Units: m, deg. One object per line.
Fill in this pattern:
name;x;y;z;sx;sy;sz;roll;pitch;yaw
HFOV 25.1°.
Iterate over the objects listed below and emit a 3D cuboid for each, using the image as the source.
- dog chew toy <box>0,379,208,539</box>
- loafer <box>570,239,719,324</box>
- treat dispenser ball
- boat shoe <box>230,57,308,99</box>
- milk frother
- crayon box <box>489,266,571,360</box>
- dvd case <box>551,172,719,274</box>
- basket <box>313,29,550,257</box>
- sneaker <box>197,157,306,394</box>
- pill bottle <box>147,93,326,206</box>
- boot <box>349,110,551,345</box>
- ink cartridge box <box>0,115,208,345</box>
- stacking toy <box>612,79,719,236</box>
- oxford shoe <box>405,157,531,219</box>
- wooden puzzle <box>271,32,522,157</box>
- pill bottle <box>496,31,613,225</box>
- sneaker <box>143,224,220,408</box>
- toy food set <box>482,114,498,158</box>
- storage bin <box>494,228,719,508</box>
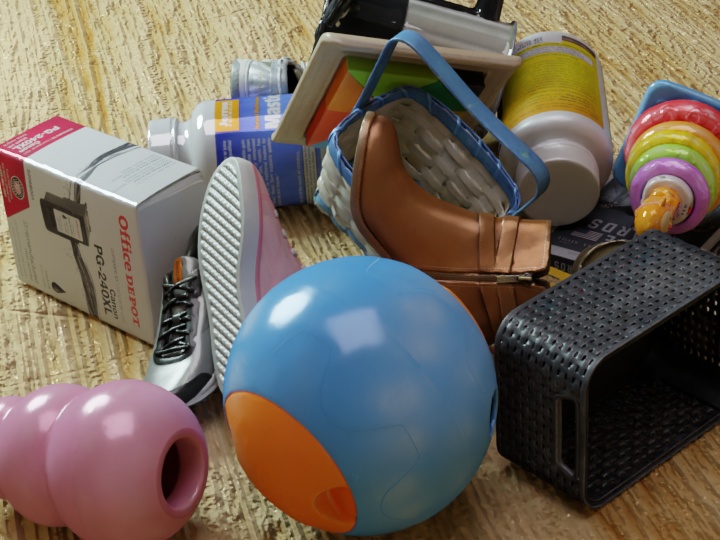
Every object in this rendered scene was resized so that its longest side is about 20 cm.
dog chew toy;-0.213;0.139;1.206;0.199;0.125;0.125;4;31;28
loafer;0.274;0.010;1.376;0.199;0.077;0.067;8;-9;20
treat dispenser ball;0.000;0.090;1.171;0.199;0.202;0.201;-3;31;2
boat shoe;-0.083;-0.193;1.725;0.064;0.075;0.202;1;0;13
milk frother;0.053;-0.222;1.519;0.187;0.182;0.200;14;21;-4
crayon box;0.096;0.057;1.361;0.125;0.052;0.199;24;41;38
dvd case;0.271;-0.040;1.526;0.150;0.025;0.200;17;36;32
basket;0.055;-0.090;1.378;0.139;0.200;0.177;-38;84;-33
sneaker;-0.072;0.009;1.342;0.104;0.202;0.075;3;-15;-36
pill bottle;-0.109;-0.118;1.618;0.198;0.113;0.112;-4;31;-1
boot;0.074;-0.033;1.282;0.154;0.202;0.077;-6;-4;11
ink cartridge box;-0.230;-0.038;1.468;0.199;0.146;0.083;22;39;36
stacking toy;0.272;-0.075;1.414;0.109;0.117;0.200;25;30;8
oxford shoe;0.085;-0.073;1.579;0.198;0.058;0.075;10;24;-5
wooden puzzle;0.030;-0.149;1.475;0.184;0.200;0.038;4;66;-18
pill bottle;0.186;-0.135;1.560;0.108;0.110;0.201;-2;40;5
sneaker;-0.146;0.042;1.362;0.074;0.080;0.201;-11;40;27
toy food set;0.091;-0.142;1.695;0.198;0.049;0.198;-10;32;-11
storage bin;0.203;0.071;1.239;0.199;0.136;0.093;-28;38;-34
